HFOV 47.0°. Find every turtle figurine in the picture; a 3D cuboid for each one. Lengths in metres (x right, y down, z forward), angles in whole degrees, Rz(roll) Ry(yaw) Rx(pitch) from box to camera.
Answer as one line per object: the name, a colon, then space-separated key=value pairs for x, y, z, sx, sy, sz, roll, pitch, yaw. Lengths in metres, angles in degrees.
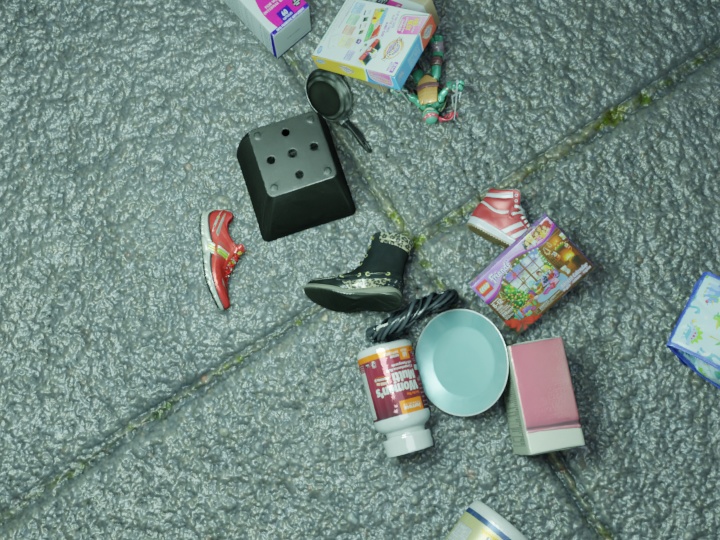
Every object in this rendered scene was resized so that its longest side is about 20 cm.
turtle figurine: x=0.135 y=-0.372 z=1.679 sx=0.148 sy=0.101 sz=0.202 roll=-7 pitch=68 yaw=5

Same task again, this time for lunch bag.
lunch bag: x=0.702 y=0.125 z=1.590 sx=0.199 sy=0.127 sz=0.171 roll=33 pitch=79 yaw=-6

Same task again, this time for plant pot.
plant pot: x=-0.129 y=-0.196 z=1.594 sx=0.198 sy=0.178 sz=0.202 roll=-18 pitch=79 yaw=-5

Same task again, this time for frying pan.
frying pan: x=-0.038 y=-0.334 z=1.697 sx=0.189 sy=0.031 sz=0.116 roll=37 pitch=57 yaw=-21

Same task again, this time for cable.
cable: x=0.105 y=0.074 z=1.549 sx=0.199 sy=0.163 sz=0.051 roll=-25 pitch=79 yaw=-26

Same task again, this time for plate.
plate: x=0.193 y=0.173 z=1.567 sx=0.198 sy=0.025 sz=0.203 roll=-2 pitch=86 yaw=34

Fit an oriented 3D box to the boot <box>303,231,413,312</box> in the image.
boot: x=0.001 y=0.001 z=1.616 sx=0.201 sy=0.074 sz=0.155 roll=2 pitch=53 yaw=23

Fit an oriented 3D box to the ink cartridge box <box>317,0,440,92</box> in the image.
ink cartridge box: x=0.037 y=-0.481 z=1.680 sx=0.164 sy=0.075 sz=0.201 roll=30 pitch=77 yaw=32

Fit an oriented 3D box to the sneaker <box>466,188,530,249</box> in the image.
sneaker: x=0.322 y=-0.089 z=1.645 sx=0.199 sy=0.071 sz=0.113 roll=30 pitch=82 yaw=6

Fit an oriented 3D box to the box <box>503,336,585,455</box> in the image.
box: x=0.332 y=0.236 z=1.550 sx=0.108 sy=0.128 sz=0.203 roll=-9 pitch=79 yaw=-4

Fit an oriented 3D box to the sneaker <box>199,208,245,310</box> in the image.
sneaker: x=-0.264 y=-0.025 z=1.607 sx=0.084 sy=0.077 sz=0.203 roll=-6 pitch=79 yaw=-9

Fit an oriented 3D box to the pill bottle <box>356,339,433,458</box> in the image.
pill bottle: x=0.068 y=0.239 z=1.548 sx=0.108 sy=0.110 sz=0.202 roll=-14 pitch=79 yaw=-5

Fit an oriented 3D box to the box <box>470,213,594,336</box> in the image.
box: x=0.328 y=0.009 z=1.588 sx=0.137 sy=0.039 sz=0.200 roll=44 pitch=105 yaw=-6

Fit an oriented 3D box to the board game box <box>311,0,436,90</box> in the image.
board game box: x=0.025 y=-0.440 z=1.595 sx=0.199 sy=0.040 sz=0.154 roll=23 pitch=75 yaw=30

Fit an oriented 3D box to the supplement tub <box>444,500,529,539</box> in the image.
supplement tub: x=0.203 y=0.533 z=1.476 sx=0.144 sy=0.144 sz=0.201 roll=38 pitch=79 yaw=5

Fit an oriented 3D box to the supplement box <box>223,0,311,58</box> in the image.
supplement box: x=-0.203 y=-0.557 z=1.703 sx=0.101 sy=0.103 sz=0.200 roll=-42 pitch=81 yaw=-9
